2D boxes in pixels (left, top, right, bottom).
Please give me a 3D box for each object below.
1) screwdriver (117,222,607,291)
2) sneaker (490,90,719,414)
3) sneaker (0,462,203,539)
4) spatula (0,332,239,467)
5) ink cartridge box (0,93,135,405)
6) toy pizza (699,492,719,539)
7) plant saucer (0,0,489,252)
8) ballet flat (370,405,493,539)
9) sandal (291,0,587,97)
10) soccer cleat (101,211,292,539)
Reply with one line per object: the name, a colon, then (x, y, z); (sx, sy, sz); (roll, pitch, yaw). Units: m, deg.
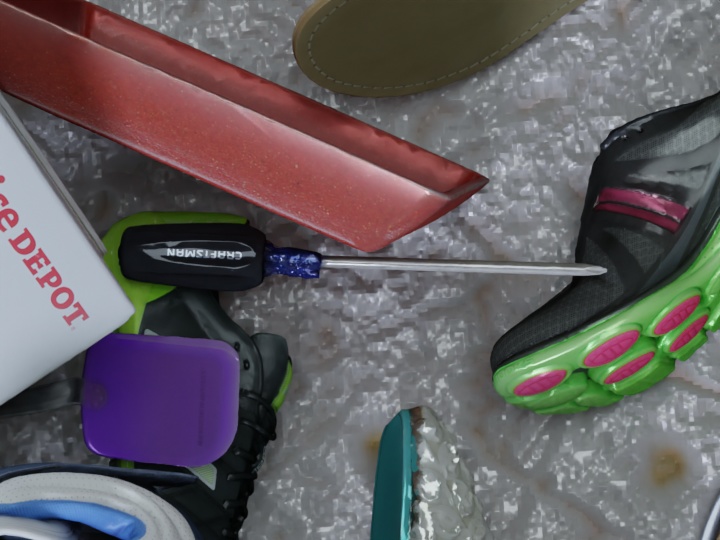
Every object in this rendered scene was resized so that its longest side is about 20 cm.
screwdriver: (0.000, 0.000, 1.177); (0.200, 0.028, 0.029); (6, 56, 5)
sneaker: (0.125, -0.017, 1.221); (0.200, 0.077, 0.084); (-43, 63, -12)
sneaker: (-0.155, 0.101, 1.082); (0.200, 0.146, 0.081); (8, 77, 5)
spatula: (-0.149, 0.053, 1.159); (0.200, 0.021, 0.057); (-1, 65, 1)
ink cartridge box: (-0.216, -0.012, 1.078); (0.200, 0.145, 0.145); (-33, 44, -4)
toy pizza: (0.238, 0.142, 1.198); (0.200, 0.032, 0.200); (0, 78, 0)
plant saucer: (-0.052, -0.058, 1.164); (0.199, 0.200, 0.037); (24, 97, 5)
ballet flat: (0.031, 0.158, 1.182); (0.072, 0.072, 0.200); (7, 84, 1)
sandal: (0.057, -0.142, 1.254); (0.212, 0.078, 0.070); (-22, 47, -12)
soccer cleat: (-0.064, 0.068, 1.197); (0.081, 0.068, 0.200); (-9, 75, -3)
